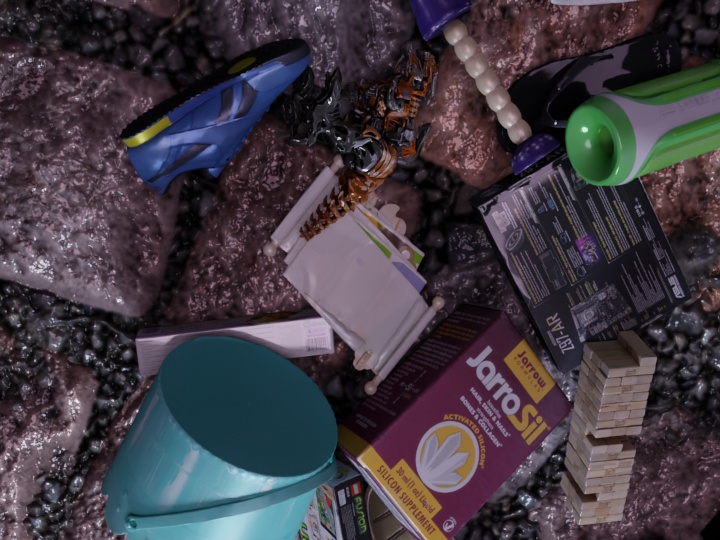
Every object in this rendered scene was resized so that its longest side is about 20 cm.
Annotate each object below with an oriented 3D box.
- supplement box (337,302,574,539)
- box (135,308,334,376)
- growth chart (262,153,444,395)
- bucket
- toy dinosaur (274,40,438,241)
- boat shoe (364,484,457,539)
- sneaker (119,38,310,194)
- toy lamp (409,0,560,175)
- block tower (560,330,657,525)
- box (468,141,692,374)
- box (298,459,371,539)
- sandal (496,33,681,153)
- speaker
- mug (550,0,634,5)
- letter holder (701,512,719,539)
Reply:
[{"bbox_3d":[0.089,0.150,0.911,0.200,0.103,0.132,-43,104,-12],"label":"supplement box"},{"bbox_3d":[-0.123,0.070,0.926,0.195,0.039,0.042,-7,102,-4],"label":"box"},{"bbox_3d":[0.000,0.000,0.914,0.145,0.018,0.201,-43,105,-18],"label":"growth chart"},{"bbox_3d":[-0.123,0.170,0.850,0.204,0.209,0.136,23,118,-11],"label":"bucket"},{"bbox_3d":[0.000,-0.126,0.866,0.134,0.101,0.204,30,68,-29],"label":"toy dinosaur"},{"bbox_3d":[0.070,0.306,0.986,0.074,0.068,0.202,-33,84,8],"label":"boat shoe"},{"bbox_3d":[-0.125,-0.144,0.869,0.197,0.066,0.079,-31,116,2],"label":"sneaker"},{"bbox_3d":[0.111,-0.187,0.869,0.058,0.058,0.202,-32,90,2],"label":"toy lamp"},{"bbox_3d":[0.252,0.164,0.956,0.056,0.054,0.204,-3,116,-14],"label":"block tower"},{"bbox_3d":[0.224,-0.022,0.939,0.158,0.044,0.202,-30,104,2],"label":"box"},{"bbox_3d":[-0.024,0.290,0.950,0.034,0.109,0.205,-17,106,-28],"label":"box"},{"bbox_3d":[0.221,-0.178,0.903,0.197,0.043,0.077,-27,104,1],"label":"sandal"},{"bbox_3d":[0.289,-0.141,0.867,0.197,0.088,0.090,-19,106,-25],"label":"speaker"},{"bbox_3d":[0.213,-0.336,0.827,0.196,0.147,0.180,0,99,26],"label":"mug"},{"bbox_3d":[0.502,0.273,1.009,0.141,0.101,0.202,35,97,-14],"label":"letter holder"}]
